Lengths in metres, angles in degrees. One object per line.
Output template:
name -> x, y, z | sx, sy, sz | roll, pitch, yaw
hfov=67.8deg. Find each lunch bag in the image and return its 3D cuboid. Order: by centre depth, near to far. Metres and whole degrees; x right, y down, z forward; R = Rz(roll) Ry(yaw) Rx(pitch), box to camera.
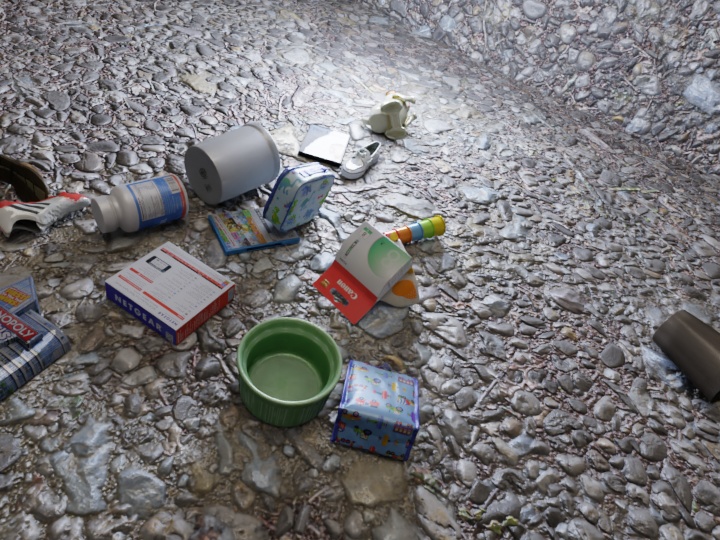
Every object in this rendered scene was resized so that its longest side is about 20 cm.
lunch bag -> 0.037, 0.249, 1.052 | 0.149, 0.095, 0.201 | 15, 32, 1
lunch bag -> -0.155, -0.197, 1.382 | 0.082, 0.162, 0.200 | 38, 31, 11

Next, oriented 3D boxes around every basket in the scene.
basket -> 0.855, 0.206, 1.342 | 0.179, 0.137, 0.201 | -15, 46, -24

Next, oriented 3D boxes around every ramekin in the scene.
ramekin -> -0.140, 0.197, 1.026 | 0.197, 0.098, 0.201 | 10, 42, -9

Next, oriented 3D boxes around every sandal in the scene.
sandal -> -0.804, -0.221, 1.285 | 0.198, 0.083, 0.054 | 26, 19, 20

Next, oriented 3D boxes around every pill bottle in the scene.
pill bottle -> -0.521, -0.155, 1.269 | 0.199, 0.113, 0.112 | -23, 55, -36

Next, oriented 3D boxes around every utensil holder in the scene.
utensil holder -> -0.343, -0.286, 1.432 | 0.169, 0.171, 0.199 | 37, 46, 21

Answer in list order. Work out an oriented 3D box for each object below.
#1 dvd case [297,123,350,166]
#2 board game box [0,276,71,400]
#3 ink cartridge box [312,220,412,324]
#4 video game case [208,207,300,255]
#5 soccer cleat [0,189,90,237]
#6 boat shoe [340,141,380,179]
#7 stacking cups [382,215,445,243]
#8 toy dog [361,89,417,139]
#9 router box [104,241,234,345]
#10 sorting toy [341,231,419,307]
dvd case -> -0.116, -0.414, 1.764 | 0.141, 0.018, 0.201 | 15, 41, -2
board game box -> -0.646, 0.107, 0.978 | 0.198, 0.062, 0.200 | 28, 43, 11
ink cartridge box -> 0.000, 0.000, 1.251 | 0.200, 0.050, 0.161 | -43, 61, -12
video game case -> -0.272, -0.107, 1.374 | 0.198, 0.018, 0.144 | -12, 50, -30
soccer cleat -> -0.712, -0.126, 1.213 | 0.199, 0.069, 0.086 | -17, 76, -44
boat shoe -> 0.002, -0.360, 1.708 | 0.073, 0.067, 0.200 | 27, 42, 12
stacking cups -> 0.143, -0.110, 1.490 | 0.198, 0.061, 0.061 | -13, 49, -29
toy dog -> 0.116, -0.571, 1.950 | 0.192, 0.140, 0.201 | -8, 34, 29
router box -> -0.402, 0.041, 1.143 | 0.199, 0.049, 0.179 | 31, 43, 14
sorting toy -> 0.028, 0.001, 1.321 | 0.178, 0.107, 0.201 | -17, 48, -8
